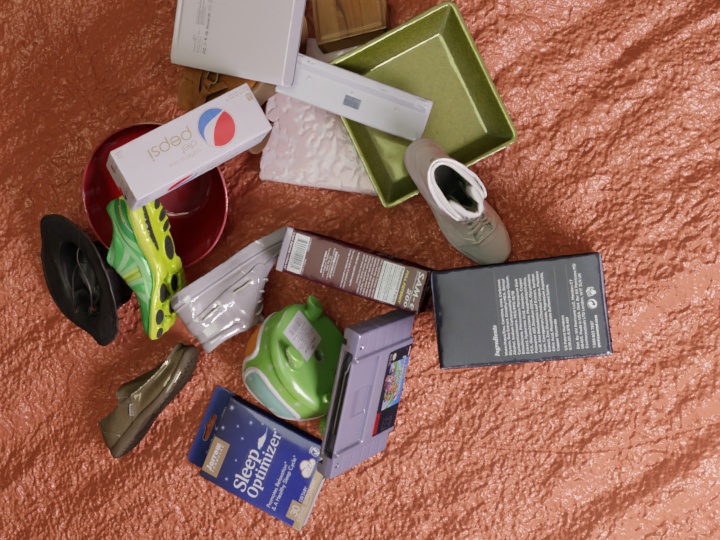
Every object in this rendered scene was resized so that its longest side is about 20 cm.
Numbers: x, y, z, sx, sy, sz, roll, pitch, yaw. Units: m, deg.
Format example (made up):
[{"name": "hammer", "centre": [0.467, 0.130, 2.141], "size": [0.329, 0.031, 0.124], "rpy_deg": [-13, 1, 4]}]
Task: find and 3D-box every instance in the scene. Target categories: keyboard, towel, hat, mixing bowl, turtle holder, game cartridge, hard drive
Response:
[{"name": "keyboard", "centre": [-0.008, -0.221, 1.229], "size": [0.196, 0.011, 0.057], "rpy_deg": [20, 95, 0]}, {"name": "towel", "centre": [-0.040, -0.211, 1.315], "size": [0.187, 0.032, 0.205], "rpy_deg": [7, 91, 15]}, {"name": "hat", "centre": [-0.372, 0.000, 1.363], "size": [0.199, 0.080, 0.204], "rpy_deg": [28, 131, 36]}, {"name": "mixing bowl", "centre": [-0.266, -0.110, 1.319], "size": [0.196, 0.109, 0.204], "rpy_deg": [2, 108, 5]}, {"name": "turtle holder", "centre": [-0.073, 0.134, 1.282], "size": [0.131, 0.184, 0.143], "rpy_deg": [-27, 48, 37]}, {"name": "game cartridge", "centre": [0.010, 0.155, 1.231], "size": [0.038, 0.128, 0.204], "rpy_deg": [26, 114, 35]}, {"name": "hard drive", "centre": [-0.160, -0.319, 1.243], "size": [0.197, 0.026, 0.135], "rpy_deg": [17, 103, 32]}]

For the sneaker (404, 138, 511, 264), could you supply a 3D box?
[{"name": "sneaker", "centre": [0.132, -0.067, 1.194], "size": [0.073, 0.116, 0.200], "rpy_deg": [-41, 112, 4]}]

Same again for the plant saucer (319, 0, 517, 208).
[{"name": "plant saucer", "centre": [0.074, -0.213, 1.257], "size": [0.197, 0.048, 0.203], "rpy_deg": [-27, 91, 0]}]

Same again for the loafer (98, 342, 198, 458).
[{"name": "loafer", "centre": [-0.303, 0.174, 1.358], "size": [0.067, 0.076, 0.201], "rpy_deg": [40, 99, 4]}]

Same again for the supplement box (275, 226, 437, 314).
[{"name": "supplement box", "centre": [0.000, 0.000, 1.265], "size": [0.196, 0.109, 0.062], "rpy_deg": [18, 93, 12]}]

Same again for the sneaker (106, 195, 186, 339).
[{"name": "sneaker", "centre": [-0.284, -0.008, 1.271], "size": [0.082, 0.074, 0.204], "rpy_deg": [8, 116, 29]}]

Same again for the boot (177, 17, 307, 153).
[{"name": "boot", "centre": [-0.166, -0.275, 1.304], "size": [0.153, 0.073, 0.203], "rpy_deg": [32, 102, 26]}]

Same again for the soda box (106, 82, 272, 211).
[{"name": "soda box", "centre": [-0.212, -0.154, 1.202], "size": [0.198, 0.064, 0.069], "rpy_deg": [-32, 92, -22]}]

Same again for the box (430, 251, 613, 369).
[{"name": "box", "centre": [0.200, 0.047, 1.170], "size": [0.196, 0.196, 0.120], "rpy_deg": [-7, 88, 14]}]

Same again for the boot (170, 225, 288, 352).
[{"name": "boot", "centre": [-0.152, 0.027, 1.293], "size": [0.199, 0.073, 0.096], "rpy_deg": [-36, 93, -25]}]

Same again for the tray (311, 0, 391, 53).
[{"name": "tray", "centre": [-0.021, -0.402, 1.293], "size": [0.097, 0.037, 0.204], "rpy_deg": [-10, 80, 14]}]

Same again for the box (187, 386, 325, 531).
[{"name": "box", "centre": [-0.143, 0.258, 1.341], "size": [0.197, 0.032, 0.123], "rpy_deg": [25, 96, 14]}]
